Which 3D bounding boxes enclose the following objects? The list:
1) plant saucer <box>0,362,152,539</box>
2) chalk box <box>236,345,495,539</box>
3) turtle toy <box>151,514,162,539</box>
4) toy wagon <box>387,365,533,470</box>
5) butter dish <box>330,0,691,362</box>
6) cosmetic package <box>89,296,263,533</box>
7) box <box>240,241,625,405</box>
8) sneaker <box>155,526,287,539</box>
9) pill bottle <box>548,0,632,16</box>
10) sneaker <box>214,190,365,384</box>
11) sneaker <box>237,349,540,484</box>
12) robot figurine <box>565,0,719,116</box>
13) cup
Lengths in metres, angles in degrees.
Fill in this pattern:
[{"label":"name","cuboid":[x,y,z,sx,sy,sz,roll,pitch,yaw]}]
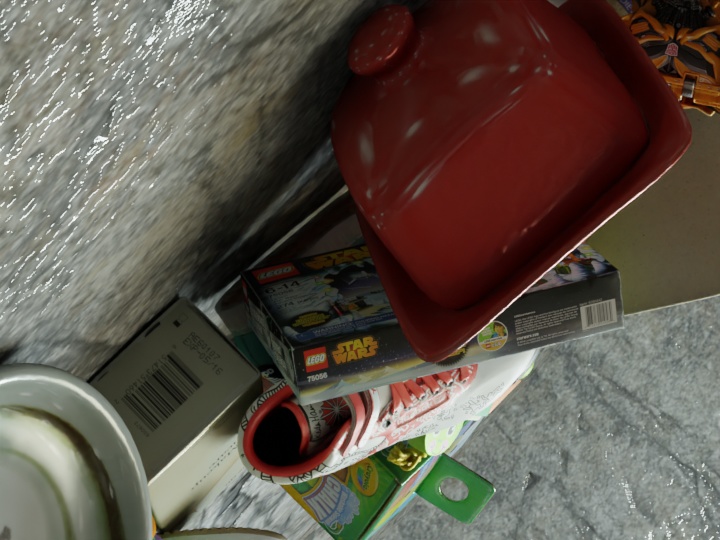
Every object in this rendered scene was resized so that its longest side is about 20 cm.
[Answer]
[{"label":"plant saucer","cuboid":[-0.191,0.147,1.115,0.050,0.201,0.200,2,-155,37]},{"label":"chalk box","cuboid":[0.008,0.108,1.548,0.124,0.200,0.125,-39,167,-35]},{"label":"turtle toy","cuboid":[-0.172,0.175,1.274,0.200,0.145,0.102,86,25,-66]},{"label":"toy wagon","cuboid":[0.076,0.045,1.433,0.155,0.039,0.201,10,103,-59]},{"label":"butter dish","cuboid":[0.052,-0.088,1.188,0.199,0.148,0.200,-40,-148,13]},{"label":"cosmetic package","cuboid":[-0.118,0.098,1.366,0.104,0.073,0.200,-44,168,-11]},{"label":"box","cuboid":[0.040,0.017,1.280,0.199,0.040,0.137,-13,-159,-12]},{"label":"sneaker","cuboid":[-0.140,0.229,1.402,0.199,0.109,0.070,-5,164,-11]},{"label":"pill bottle","cuboid":[0.186,-0.180,1.404,0.200,0.120,0.120,-40,168,-33]},{"label":"sneaker","cuboid":[0.000,0.000,1.392,0.200,0.080,0.071,-38,-162,-21]},{"label":"sneaker","cuboid":[0.018,0.073,1.296,0.200,0.068,0.108,-25,175,5]},{"label":"robot figurine","cuboid":[0.196,-0.180,1.273,0.058,0.144,0.201,42,61,-77]},{"label":"cup","cuboid":[0.229,-0.055,1.464,0.199,0.144,0.200,-13,179,0]}]
